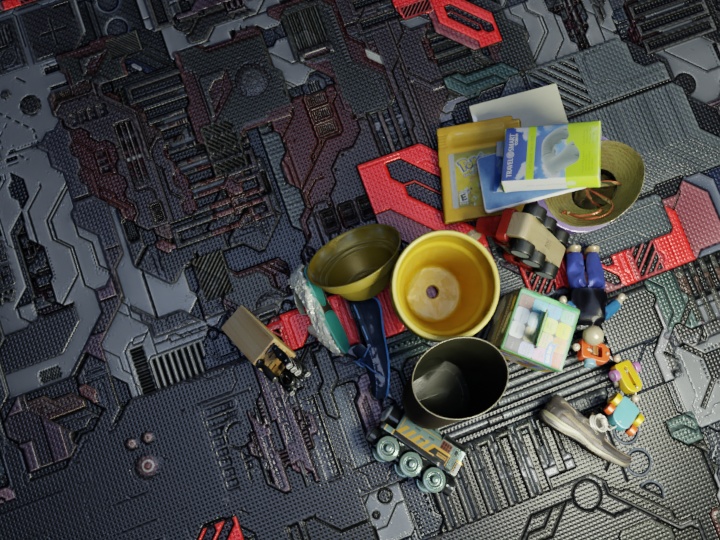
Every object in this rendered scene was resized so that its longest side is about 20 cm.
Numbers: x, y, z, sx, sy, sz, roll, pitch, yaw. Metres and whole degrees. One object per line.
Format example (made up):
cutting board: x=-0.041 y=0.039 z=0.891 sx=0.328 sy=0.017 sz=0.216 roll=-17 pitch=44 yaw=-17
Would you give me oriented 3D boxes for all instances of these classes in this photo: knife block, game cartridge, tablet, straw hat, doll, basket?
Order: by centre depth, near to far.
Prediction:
basket: x=0.153 y=0.216 z=1.213 sx=0.178 sy=0.200 sz=0.137 roll=-17 pitch=73 yaw=-16
knife block: x=-0.183 y=0.149 z=1.260 sx=0.200 sy=0.176 sz=0.064 roll=42 pitch=83 yaw=4
straw hat: x=0.447 y=-0.142 z=1.266 sx=0.199 sy=0.085 sz=0.203 roll=-18 pitch=50 yaw=23
tablet: x=0.329 y=-0.190 z=1.288 sx=0.198 sy=0.014 sz=0.132 roll=-14 pitch=62 yaw=19
doll: x=0.461 y=0.050 z=1.334 sx=0.135 sy=0.049 sz=0.202 roll=2 pitch=69 yaw=-1
game cartridge: x=0.247 y=-0.205 z=1.359 sx=0.174 sy=0.032 sz=0.203 roll=-7 pitch=83 yaw=20

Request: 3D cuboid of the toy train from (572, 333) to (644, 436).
toy train: x=0.483 y=0.231 z=1.319 sx=0.148 sy=0.056 sz=0.202 roll=10 pitch=61 yaw=-11

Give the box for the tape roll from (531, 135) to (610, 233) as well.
tape roll: x=0.432 y=-0.176 z=1.352 sx=0.197 sy=0.085 sz=0.203 roll=0 pitch=91 yaw=-5

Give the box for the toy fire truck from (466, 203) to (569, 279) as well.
toy fire truck: x=0.285 y=-0.051 z=1.329 sx=0.199 sy=0.175 sz=0.130 roll=14 pitch=79 yaw=43

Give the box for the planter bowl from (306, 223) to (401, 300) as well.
planter bowl: x=0.000 y=0.000 z=1.309 sx=0.199 sy=0.201 sz=0.084 roll=-28 pitch=121 yaw=-5

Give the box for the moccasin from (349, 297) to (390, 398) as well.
moccasin: x=0.013 y=0.155 z=1.321 sx=0.067 sy=0.081 sz=0.202 roll=-3 pitch=70 yaw=-16

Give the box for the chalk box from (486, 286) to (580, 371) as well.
chalk box: x=0.329 y=0.114 z=1.268 sx=0.123 sy=0.200 sz=0.126 roll=22 pitch=83 yaw=1

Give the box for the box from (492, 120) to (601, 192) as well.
box: x=0.348 y=-0.213 z=1.255 sx=0.198 sy=0.048 sz=0.123 roll=-1 pitch=66 yaw=24

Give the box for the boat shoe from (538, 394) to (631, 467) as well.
boat shoe: x=0.451 y=0.314 z=1.312 sx=0.199 sy=0.075 sz=0.074 roll=32 pitch=83 yaw=1

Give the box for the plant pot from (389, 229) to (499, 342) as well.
plant pot: x=0.149 y=0.037 z=1.277 sx=0.198 sy=0.189 sz=0.203 roll=0 pitch=84 yaw=-2

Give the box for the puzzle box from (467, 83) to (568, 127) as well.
puzzle box: x=0.336 y=-0.306 z=1.406 sx=0.198 sy=0.025 sz=0.135 roll=-15 pitch=85 yaw=-4

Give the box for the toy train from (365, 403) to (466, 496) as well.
toy train: x=0.110 y=0.349 z=1.297 sx=0.199 sy=0.085 sz=0.114 roll=33 pitch=70 yaw=5

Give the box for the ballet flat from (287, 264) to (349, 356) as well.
ballet flat: x=-0.087 y=0.086 z=1.335 sx=0.071 sy=0.072 sz=0.202 roll=-24 pitch=82 yaw=-4
